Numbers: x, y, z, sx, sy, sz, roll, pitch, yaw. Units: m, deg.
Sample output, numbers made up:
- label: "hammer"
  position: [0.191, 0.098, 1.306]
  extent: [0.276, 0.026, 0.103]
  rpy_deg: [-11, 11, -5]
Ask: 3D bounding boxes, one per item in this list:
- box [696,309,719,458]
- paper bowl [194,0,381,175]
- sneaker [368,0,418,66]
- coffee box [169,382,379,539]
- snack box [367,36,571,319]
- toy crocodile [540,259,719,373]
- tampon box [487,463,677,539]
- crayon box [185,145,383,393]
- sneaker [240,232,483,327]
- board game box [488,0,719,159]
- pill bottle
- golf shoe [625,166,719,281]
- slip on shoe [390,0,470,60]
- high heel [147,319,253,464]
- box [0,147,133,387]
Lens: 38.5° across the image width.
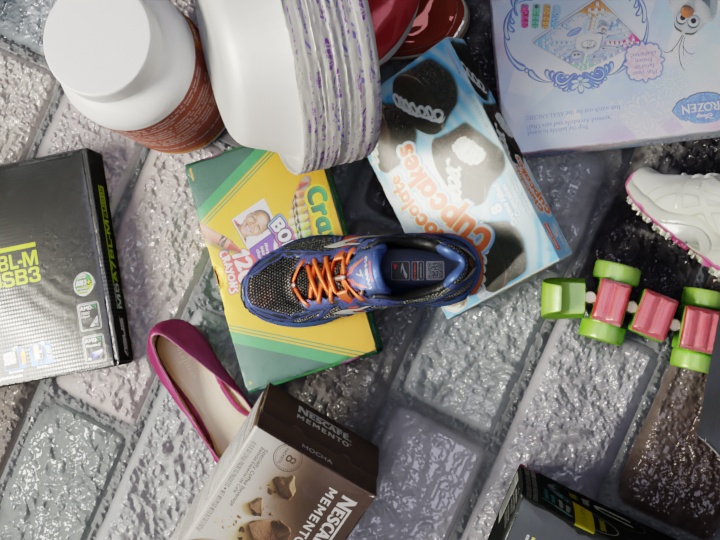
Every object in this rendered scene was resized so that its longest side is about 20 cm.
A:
- label: "box"
  position: [0.373, 0.106, 0.728]
  extent: [0.196, 0.199, 0.125]
  rpy_deg: [6, 100, -4]
- label: "paper bowl"
  position: [-0.062, -0.173, 0.775]
  extent: [0.103, 0.201, 0.204]
  rpy_deg: [-14, 86, -11]
- label: "sneaker"
  position: [0.033, -0.264, 0.811]
  extent: [0.077, 0.116, 0.203]
  rpy_deg: [20, 80, -5]
- label: "coffee box"
  position: [-0.082, 0.211, 0.840]
  extent: [0.112, 0.080, 0.201]
  rpy_deg: [31, 106, -8]
- label: "snack box"
  position: [0.079, -0.075, 0.862]
  extent: [0.115, 0.037, 0.202]
  rpy_deg: [-30, 83, 31]
- label: "toy crocodile"
  position: [0.244, 0.039, 0.843]
  extent: [0.197, 0.062, 0.069]
  rpy_deg: [16, 90, 8]
- label: "tampon box"
  position: [0.189, 0.259, 0.797]
  extent: [0.198, 0.150, 0.128]
  rpy_deg: [24, 92, 8]
- label: "crayon box"
  position: [-0.064, -0.010, 0.889]
  extent: [0.117, 0.058, 0.203]
  rpy_deg: [-17, 85, 6]
- label: "sneaker"
  position: [0.000, 0.000, 0.813]
  extent: [0.197, 0.078, 0.077]
  rpy_deg: [-10, 85, 3]
- label: "board game box"
  position: [0.209, -0.204, 0.867]
  extent: [0.196, 0.043, 0.203]
  rpy_deg: [-5, 86, 8]
- label: "pill bottle"
  position: [-0.176, -0.164, 0.840]
  extent: [0.110, 0.200, 0.114]
  rpy_deg: [0, 88, 7]
- label: "golf shoe"
  position: [0.280, -0.044, 0.788]
  extent: [0.075, 0.200, 0.092]
  rpy_deg: [26, 105, -32]
- label: "slip on shoe"
  position: [-0.004, -0.229, 0.890]
  extent: [0.197, 0.061, 0.075]
  rpy_deg: [13, 88, 7]
- label: "high heel"
  position: [-0.114, 0.130, 0.872]
  extent: [0.067, 0.096, 0.202]
  rpy_deg: [-28, 84, 6]
- label: "box"
  position: [-0.316, 0.005, 0.931]
  extent: [0.197, 0.048, 0.197]
  rpy_deg: [-10, 89, 7]
